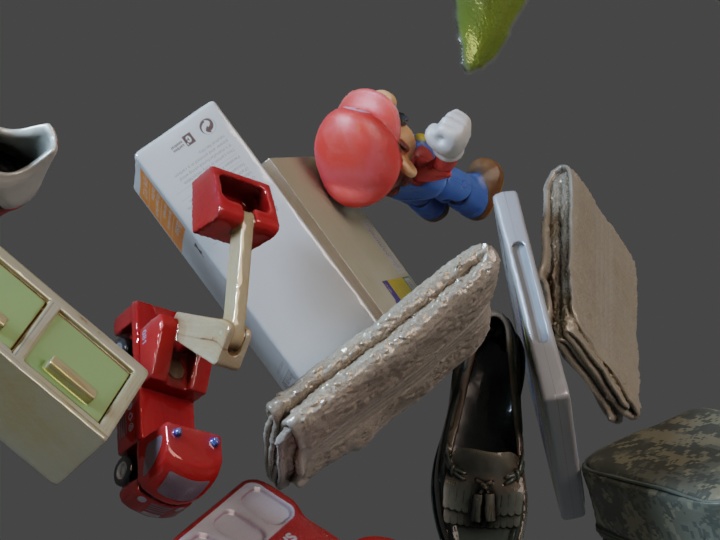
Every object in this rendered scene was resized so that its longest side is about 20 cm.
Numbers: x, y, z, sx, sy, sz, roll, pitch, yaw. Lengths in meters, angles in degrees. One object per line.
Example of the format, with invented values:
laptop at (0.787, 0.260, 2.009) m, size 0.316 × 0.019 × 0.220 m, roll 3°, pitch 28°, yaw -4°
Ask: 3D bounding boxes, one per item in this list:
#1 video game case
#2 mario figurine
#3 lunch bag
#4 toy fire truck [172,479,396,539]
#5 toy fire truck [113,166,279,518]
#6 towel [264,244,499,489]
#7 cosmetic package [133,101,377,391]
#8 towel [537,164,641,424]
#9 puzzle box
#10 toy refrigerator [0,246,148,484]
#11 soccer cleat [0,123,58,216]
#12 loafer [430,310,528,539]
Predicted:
video game case at (0.137, 0.067, 1.694) m, size 0.200 × 0.022 × 0.182 m, roll 75°, pitch 3°, yaw -57°
mario figurine at (0.037, -0.099, 1.737) m, size 0.200 × 0.123 × 0.106 m, roll 21°, pitch 37°, yaw -59°
lunch bag at (0.271, 0.208, 1.637) m, size 0.139 × 0.200 × 0.168 m, roll -22°, pitch 106°, yaw -27°
toy fire truck at (-0.060, 0.223, 1.425) m, size 0.168 × 0.112 × 0.200 m, roll 31°, pitch 34°, yaw 17°
toy fire truck at (-0.108, 0.048, 1.472) m, size 0.049 × 0.141 × 0.200 m, roll 18°, pitch 51°, yaw -33°
towel at (0.016, 0.069, 1.524) m, size 0.200 × 0.133 × 0.034 m, roll -38°, pitch 73°, yaw -16°
cosmetic package at (-0.076, -0.011, 1.582) m, size 0.071 × 0.101 × 0.200 m, roll -36°, pitch 84°, yaw -12°
towel at (0.191, 0.021, 1.851) m, size 0.133 × 0.034 × 0.200 m, roll 53°, pitch 28°, yaw -34°
puzzle box at (0.000, 0.000, 1.681) m, size 0.200 × 0.025 × 0.133 m, roll 54°, pitch 15°, yaw 7°
toy refrigerator at (-0.238, 0.037, 1.423) m, size 0.200 × 0.070 × 0.076 m, roll 42°, pitch 38°, yaw -10°
soccer cleat at (-0.291, -0.080, 1.457) m, size 0.200 × 0.085 × 0.069 m, roll 9°, pitch 53°, yaw -40°
loafer at (0.088, 0.125, 1.629) m, size 0.072 × 0.063 × 0.200 m, roll 2°, pitch 68°, yaw 3°
